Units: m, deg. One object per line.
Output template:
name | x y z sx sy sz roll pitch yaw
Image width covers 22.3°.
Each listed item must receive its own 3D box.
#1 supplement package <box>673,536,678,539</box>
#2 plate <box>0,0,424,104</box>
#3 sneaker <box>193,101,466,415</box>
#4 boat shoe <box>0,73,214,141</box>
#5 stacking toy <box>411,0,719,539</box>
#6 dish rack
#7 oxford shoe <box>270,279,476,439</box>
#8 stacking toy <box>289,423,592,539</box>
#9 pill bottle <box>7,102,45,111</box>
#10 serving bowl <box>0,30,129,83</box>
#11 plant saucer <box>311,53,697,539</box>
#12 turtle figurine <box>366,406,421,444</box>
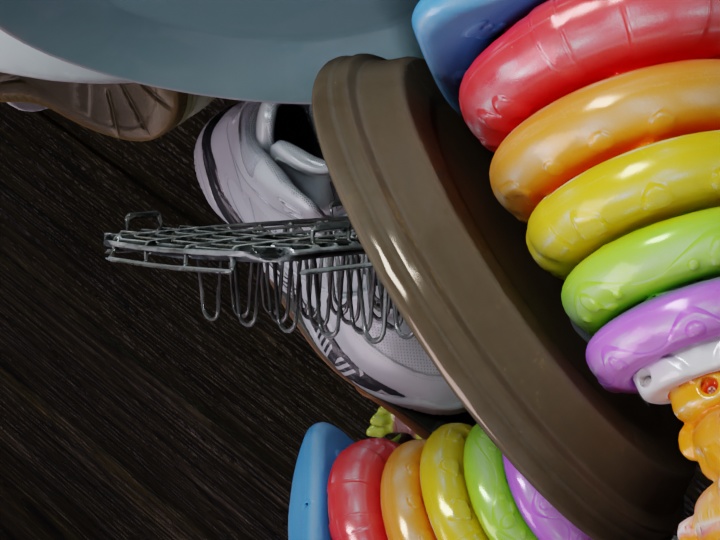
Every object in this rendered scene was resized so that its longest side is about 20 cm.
supplement package | 0.165 0.204 0.825 0.121 0.120 0.200 37 -177 21
plate | -0.038 -0.100 0.620 0.198 0.026 0.200 3 166 1
sneaker | -0.001 -0.014 0.896 0.200 0.075 0.115 47 162 2
boat shoe | -0.151 -0.120 0.881 0.200 0.063 0.074 20 121 27
stacking toy | 0.097 -0.002 0.553 0.110 0.115 0.201 47 -153 -70
dish rack | 0.000 0.000 0.759 0.153 0.199 0.055 3 96 50
oxford shoe | 0.018 0.046 0.985 0.200 0.071 0.071 45 163 -4
stacking toy | 0.073 0.108 0.880 0.199 0.117 0.110 -28 130 26
pill bottle | -0.232 -0.168 0.996 0.199 0.112 0.113 34 157 25
serving bowl | -0.149 -0.156 0.804 0.200 0.199 0.066 33 120 28
plant saucer | 0.056 0.005 0.621 0.200 0.029 0.200 49 -162 -21
turtle figurine | 0.072 0.139 1.055 0.161 0.064 0.200 46 176 26
